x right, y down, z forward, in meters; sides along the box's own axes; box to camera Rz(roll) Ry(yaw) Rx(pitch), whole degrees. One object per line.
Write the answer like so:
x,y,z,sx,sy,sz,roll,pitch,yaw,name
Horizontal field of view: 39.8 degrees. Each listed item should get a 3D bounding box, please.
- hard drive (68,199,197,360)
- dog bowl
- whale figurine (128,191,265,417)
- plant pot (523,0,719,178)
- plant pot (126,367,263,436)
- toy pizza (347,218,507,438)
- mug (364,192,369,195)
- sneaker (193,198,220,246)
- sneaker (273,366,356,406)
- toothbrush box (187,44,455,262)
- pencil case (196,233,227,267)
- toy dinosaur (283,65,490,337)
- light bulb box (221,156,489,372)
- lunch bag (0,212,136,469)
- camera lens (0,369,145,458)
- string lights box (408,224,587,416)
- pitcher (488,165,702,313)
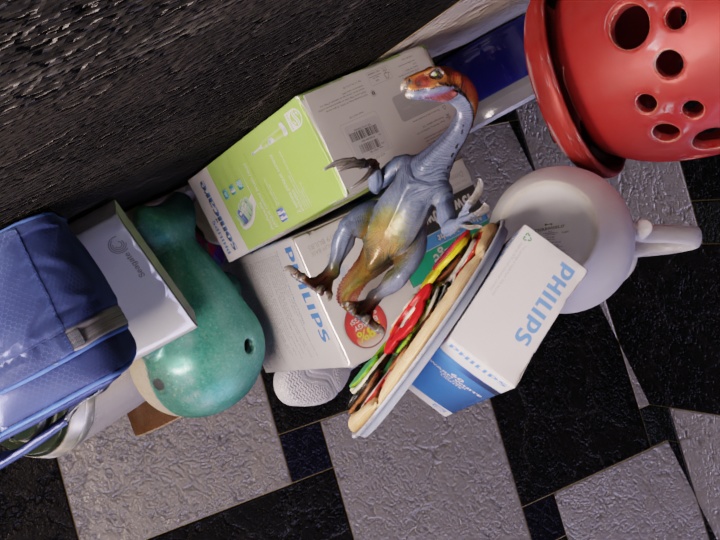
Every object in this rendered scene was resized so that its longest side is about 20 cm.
-0.246,0.044,0.784,0.198,0.133,0.027,-28,-140,0,hard drive
0.151,-0.214,1.111,0.198,0.079,0.200,-28,-176,2,dog bowl
-0.147,0.033,0.893,0.103,0.203,0.159,-1,-165,30,whale figurine
0.244,-0.186,0.829,0.181,0.203,0.200,-16,-171,31,plant pot
-0.226,0.057,1.155,0.185,0.202,0.187,-28,-177,2,plant pot
0.045,0.039,0.758,0.201,0.032,0.200,-55,179,-1,toy pizza
-0.041,-0.029,1.161,0.174,0.148,0.201,-12,-145,51,mug
-0.081,-0.097,0.992,0.199,0.071,0.094,-28,165,-33,sneaker
-0.064,0.093,1.112,0.113,0.076,0.200,-10,-162,33,sneaker
-0.032,-0.095,0.836,0.145,0.087,0.199,-30,-175,-37,toothbrush box
-0.136,-0.021,1.115,0.088,0.089,0.200,-28,-153,-13,pencil case
0.022,-0.057,0.721,0.183,0.104,0.200,-58,-173,-2,toy dinosaur
0.000,0.000,0.953,0.197,0.126,0.199,-27,-175,-27,light bulb box
-0.254,0.065,0.663,0.198,0.133,0.136,-29,-177,-6,lunch bag
-0.268,0.070,0.943,0.159,0.161,0.200,-26,-176,34,camera lens
0.095,0.047,0.770,0.103,0.059,0.200,-54,178,-17,string lights box
0.204,-0.027,0.860,0.170,0.123,0.200,-11,171,20,pitcher
